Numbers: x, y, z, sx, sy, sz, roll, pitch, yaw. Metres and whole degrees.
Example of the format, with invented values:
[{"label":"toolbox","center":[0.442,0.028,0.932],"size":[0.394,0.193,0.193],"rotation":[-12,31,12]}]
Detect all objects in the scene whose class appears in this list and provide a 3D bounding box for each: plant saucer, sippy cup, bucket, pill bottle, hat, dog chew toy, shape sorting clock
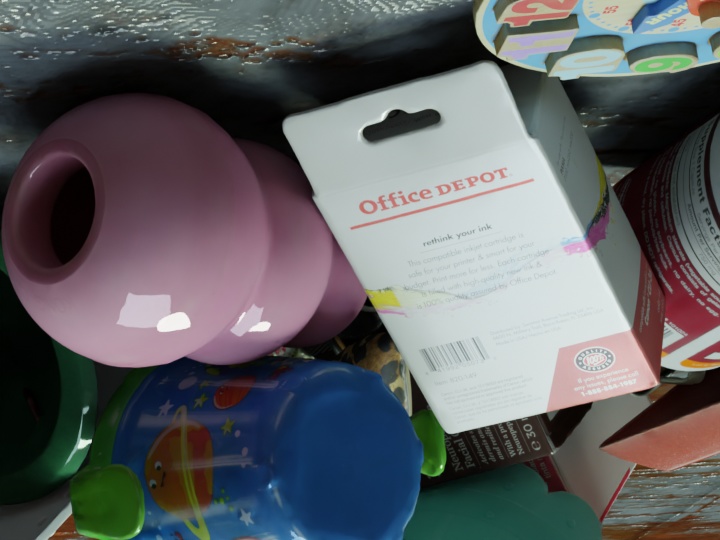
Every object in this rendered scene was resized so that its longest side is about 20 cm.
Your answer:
[{"label":"plant saucer","center":[0.269,0.053,1.489],"size":[0.200,0.037,0.199],"rotation":[-33,-176,-42]},{"label":"sippy cup","center":[-0.043,0.098,1.217],"size":[0.130,0.178,0.140],"rotation":[-12,122,51]},{"label":"bucket","center":[0.058,0.226,1.492],"size":[0.206,0.208,0.135],"rotation":[-18,-163,33]},{"label":"pill bottle","center":[0.202,-0.029,1.231],"size":[0.112,0.114,0.200],"rotation":[2,161,-24]},{"label":"hat","center":[-0.181,0.014,1.334],"size":[0.199,0.167,0.176],"rotation":[8,-155,26]},{"label":"dog chew toy","center":[-0.070,-0.011,1.172],"size":[0.124,0.125,0.199],"rotation":[-20,159,37]},{"label":"shape sorting clock","center":[0.145,-0.121,1.042],"size":[0.199,0.039,0.200],"rotation":[-6,163,-2]}]

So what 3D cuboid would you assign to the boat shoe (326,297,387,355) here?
[{"label":"boat shoe","center":[0.000,0.000,1.332],"size":[0.071,0.068,0.200],"rotation":[-7,159,3]}]

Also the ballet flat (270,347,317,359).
[{"label":"ballet flat","center":[-0.067,0.057,1.388],"size":[0.075,0.064,0.200],"rotation":[-2,149,42]}]

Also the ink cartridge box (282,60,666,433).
[{"label":"ink cartridge box","center":[0.056,-0.025,1.180],"size":[0.116,0.068,0.200],"rotation":[-14,126,22]}]

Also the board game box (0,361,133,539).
[{"label":"board game box","center":[-0.184,0.112,1.342],"size":[0.026,0.200,0.200],"rotation":[51,161,-24]}]

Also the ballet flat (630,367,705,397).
[{"label":"ballet flat","center":[0.209,0.029,1.493],"size":[0.068,0.069,0.200],"rotation":[2,161,-22]}]

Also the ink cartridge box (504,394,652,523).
[{"label":"ink cartridge box","center":[0.071,0.121,1.602],"size":[0.199,0.085,0.145],"rotation":[-18,-162,33]}]

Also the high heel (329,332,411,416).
[{"label":"high heel","center":[-0.053,0.104,1.342],"size":[0.142,0.072,0.200],"rotation":[-8,145,-24]}]

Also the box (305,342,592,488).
[{"label":"box","center":[0.026,0.073,1.488],"size":[0.199,0.101,0.075],"rotation":[-18,-165,34]}]
